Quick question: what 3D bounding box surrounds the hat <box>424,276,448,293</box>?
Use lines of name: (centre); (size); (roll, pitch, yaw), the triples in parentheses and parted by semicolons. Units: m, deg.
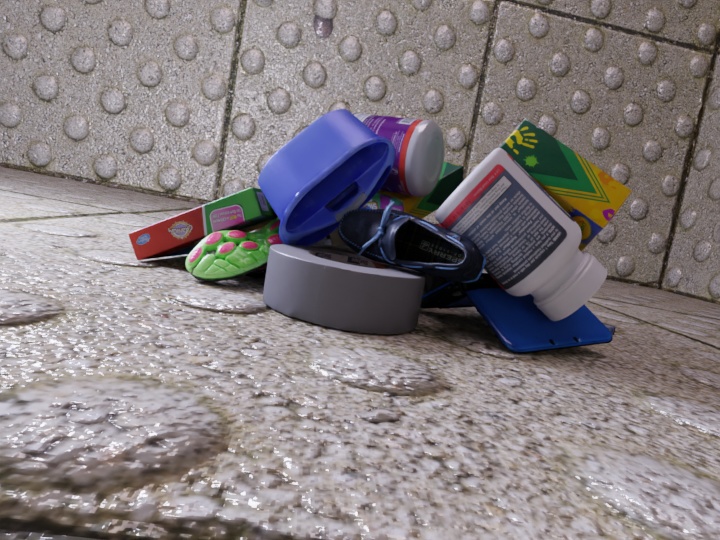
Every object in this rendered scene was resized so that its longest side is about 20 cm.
hat: (0.110, -0.010, 0.928); (0.201, 0.081, 0.201); (46, 2, -2)

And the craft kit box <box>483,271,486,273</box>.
craft kit box: (0.301, 0.040, 1.081); (0.198, 0.050, 0.195); (17, 6, 43)

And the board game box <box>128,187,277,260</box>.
board game box: (-0.218, -0.070, 0.779); (0.196, 0.041, 0.153); (-18, 2, 11)

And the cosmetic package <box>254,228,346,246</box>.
cosmetic package: (-0.109, -0.095, 0.951); (0.196, 0.074, 0.104); (-6, 36, -25)

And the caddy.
caddy: (-0.041, -0.117, 0.702); (0.105, 0.199, 0.142); (48, -7, 19)

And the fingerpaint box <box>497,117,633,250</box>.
fingerpaint box: (0.259, -0.092, 0.739); (0.166, 0.073, 0.201); (41, -14, 16)

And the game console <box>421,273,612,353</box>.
game console: (0.209, 0.068, 0.720); (0.196, 0.121, 0.170); (0, -20, -29)

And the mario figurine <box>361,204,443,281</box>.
mario figurine: (0.064, -0.032, 0.768); (0.197, 0.107, 0.124); (21, 45, 25)

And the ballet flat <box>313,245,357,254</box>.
ballet flat: (0.000, 0.000, 0.793); (0.197, 0.068, 0.064); (16, 22, -23)

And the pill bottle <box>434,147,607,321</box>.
pill bottle: (0.200, -0.040, 0.641); (0.200, 0.120, 0.120); (46, 10, 4)

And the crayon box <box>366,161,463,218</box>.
crayon box: (0.055, -0.156, 0.923); (0.198, 0.059, 0.171); (23, 40, 38)

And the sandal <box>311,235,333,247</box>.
sandal: (-0.079, -0.080, 0.847); (0.074, 0.048, 0.202); (-3, 48, -23)

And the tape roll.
tape roll: (-0.020, 0.018, 0.640); (0.196, 0.068, 0.200); (10, 7, -1)

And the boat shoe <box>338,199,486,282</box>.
boat shoe: (0.055, -0.044, 0.624); (0.197, 0.086, 0.068); (12, -5, 28)

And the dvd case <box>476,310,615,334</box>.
dvd case: (0.307, 0.081, 0.852); (0.197, 0.018, 0.142); (4, 9, -38)

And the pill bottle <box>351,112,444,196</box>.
pill bottle: (0.026, -0.186, 0.816); (0.197, 0.115, 0.112); (15, 8, 29)

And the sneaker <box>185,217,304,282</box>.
sneaker: (-0.153, -0.015, 0.728); (0.077, 0.085, 0.198); (44, 38, 22)
